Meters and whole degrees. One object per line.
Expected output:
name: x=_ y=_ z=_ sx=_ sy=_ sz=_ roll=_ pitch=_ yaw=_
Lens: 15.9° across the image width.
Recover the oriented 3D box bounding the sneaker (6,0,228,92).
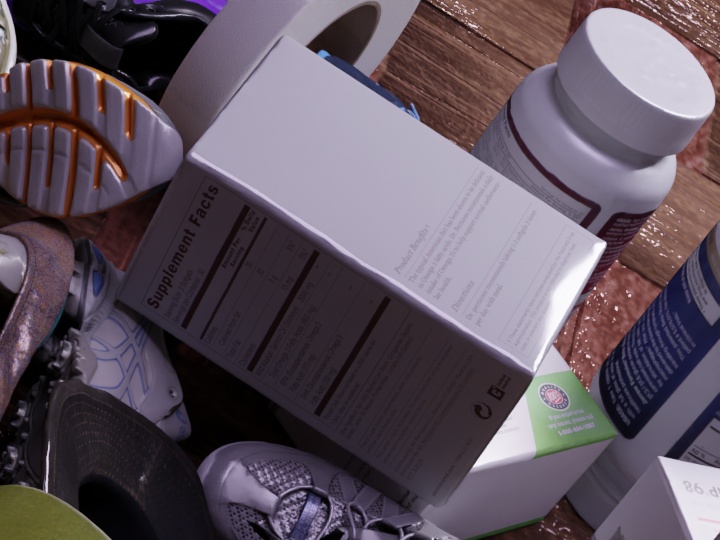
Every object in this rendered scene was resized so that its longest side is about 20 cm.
sneaker: x=-0.154 y=-0.152 z=1.496 sx=0.199 sy=0.070 sz=0.100 roll=16 pitch=34 yaw=-10

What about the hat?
hat: x=-0.121 y=0.154 z=1.149 sx=0.201 sy=0.080 sz=0.201 roll=55 pitch=22 yaw=-34

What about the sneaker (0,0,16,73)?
sneaker: x=-0.231 y=-0.179 z=1.426 sx=0.076 sy=0.089 sz=0.201 roll=-2 pitch=63 yaw=3

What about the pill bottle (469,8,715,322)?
pill bottle: x=0.118 y=-0.052 z=1.521 sx=0.109 sy=0.200 sz=0.110 roll=24 pitch=35 yaw=-18

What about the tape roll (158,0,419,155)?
tape roll: x=-0.038 y=-0.125 z=1.474 sx=0.037 sy=0.203 sz=0.202 roll=43 pitch=34 yaw=12

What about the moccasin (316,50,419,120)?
moccasin: x=0.000 y=-0.069 z=1.512 sx=0.068 sy=0.081 sz=0.200 roll=40 pitch=7 yaw=15

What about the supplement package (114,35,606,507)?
supplement package: x=0.000 y=0.000 z=1.290 sx=0.199 sy=0.118 sz=0.117 roll=33 pitch=44 yaw=2

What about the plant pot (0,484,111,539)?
plant pot: x=-0.181 y=0.208 z=0.985 sx=0.199 sy=0.188 sz=0.187 roll=-26 pitch=65 yaw=-35

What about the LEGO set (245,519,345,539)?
LEGO set: x=0.039 y=0.178 z=1.179 sx=0.200 sy=0.153 sz=0.116 roll=39 pitch=52 yaw=-19

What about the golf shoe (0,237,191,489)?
golf shoe: x=-0.123 y=0.068 z=1.280 sx=0.097 sy=0.078 sz=0.201 roll=29 pitch=35 yaw=-21

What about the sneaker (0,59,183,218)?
sneaker: x=-0.164 y=-0.067 z=1.332 sx=0.199 sy=0.079 sz=0.077 roll=7 pitch=-1 yaw=38

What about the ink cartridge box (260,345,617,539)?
ink cartridge box: x=0.023 y=0.049 z=1.419 sx=0.145 sy=0.084 sz=0.200 roll=-9 pitch=55 yaw=-47

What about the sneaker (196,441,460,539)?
sneaker: x=0.010 y=0.138 z=1.280 sx=0.199 sy=0.082 sz=0.075 roll=26 pitch=72 yaw=-15

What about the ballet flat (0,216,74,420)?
ballet flat: x=-0.188 y=0.030 z=1.229 sx=0.201 sy=0.068 sz=0.067 roll=-76 pitch=147 yaw=-43

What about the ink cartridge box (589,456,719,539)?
ink cartridge box: x=0.174 y=0.165 z=1.308 sx=0.115 sy=0.200 sz=0.067 roll=13 pitch=39 yaw=-30

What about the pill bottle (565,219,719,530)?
pill bottle: x=0.197 y=0.065 z=1.451 sx=0.110 sy=0.200 sz=0.111 roll=24 pitch=35 yaw=-18
